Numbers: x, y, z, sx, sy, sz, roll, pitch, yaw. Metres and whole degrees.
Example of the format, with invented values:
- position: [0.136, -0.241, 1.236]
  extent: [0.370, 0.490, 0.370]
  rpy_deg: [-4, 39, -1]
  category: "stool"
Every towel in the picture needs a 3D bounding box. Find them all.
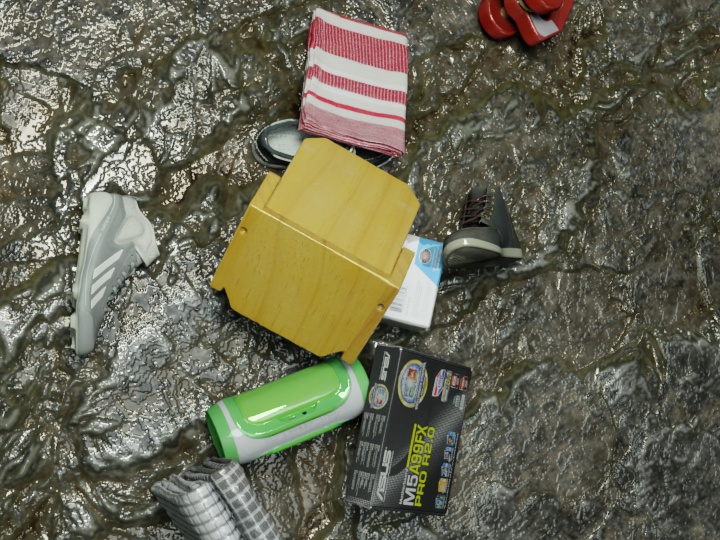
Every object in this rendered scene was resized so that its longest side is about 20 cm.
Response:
- position: [-0.151, 0.300, 1.138]
  extent: [0.085, 0.200, 0.166]
  rpy_deg: [-34, 95, -22]
  category: "towel"
- position: [-0.004, -0.252, 1.295]
  extent: [0.144, 0.023, 0.201]
  rpy_deg: [13, 62, -17]
  category: "towel"

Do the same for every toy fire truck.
- position: [0.238, -0.426, 1.385]
  extent: [0.168, 0.112, 0.200]
  rpy_deg: [-32, 96, -36]
  category: "toy fire truck"

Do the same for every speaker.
- position: [-0.088, 0.173, 1.229]
  extent: [0.199, 0.088, 0.089]
  rpy_deg: [-20, 91, -18]
  category: "speaker"

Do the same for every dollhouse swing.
- position: [-0.047, -0.032, 1.219]
  extent: [0.200, 0.176, 0.182]
  rpy_deg: [28, 120, -5]
  category: "dollhouse swing"

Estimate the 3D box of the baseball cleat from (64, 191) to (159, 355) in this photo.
- position: [-0.298, 0.005, 1.186]
  extent: [0.106, 0.070, 0.201]
  rpy_deg: [5, 84, -17]
  category: "baseball cleat"

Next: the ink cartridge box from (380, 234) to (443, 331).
- position: [0.000, 0.000, 1.277]
  extent: [0.199, 0.068, 0.116]
  rpy_deg: [15, 80, -10]
  category: "ink cartridge box"

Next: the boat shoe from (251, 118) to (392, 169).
- position: [-0.040, -0.164, 1.288]
  extent: [0.199, 0.060, 0.076]
  rpy_deg: [-8, 87, -18]
  category: "boat shoe"

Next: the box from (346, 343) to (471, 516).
- position: [0.066, 0.207, 1.257]
  extent: [0.160, 0.044, 0.201]
  rpy_deg: [22, 76, -47]
  category: "box"

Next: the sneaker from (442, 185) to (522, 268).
- position: [0.149, -0.062, 1.296]
  extent: [0.075, 0.200, 0.107]
  rpy_deg: [-17, 81, 24]
  category: "sneaker"
